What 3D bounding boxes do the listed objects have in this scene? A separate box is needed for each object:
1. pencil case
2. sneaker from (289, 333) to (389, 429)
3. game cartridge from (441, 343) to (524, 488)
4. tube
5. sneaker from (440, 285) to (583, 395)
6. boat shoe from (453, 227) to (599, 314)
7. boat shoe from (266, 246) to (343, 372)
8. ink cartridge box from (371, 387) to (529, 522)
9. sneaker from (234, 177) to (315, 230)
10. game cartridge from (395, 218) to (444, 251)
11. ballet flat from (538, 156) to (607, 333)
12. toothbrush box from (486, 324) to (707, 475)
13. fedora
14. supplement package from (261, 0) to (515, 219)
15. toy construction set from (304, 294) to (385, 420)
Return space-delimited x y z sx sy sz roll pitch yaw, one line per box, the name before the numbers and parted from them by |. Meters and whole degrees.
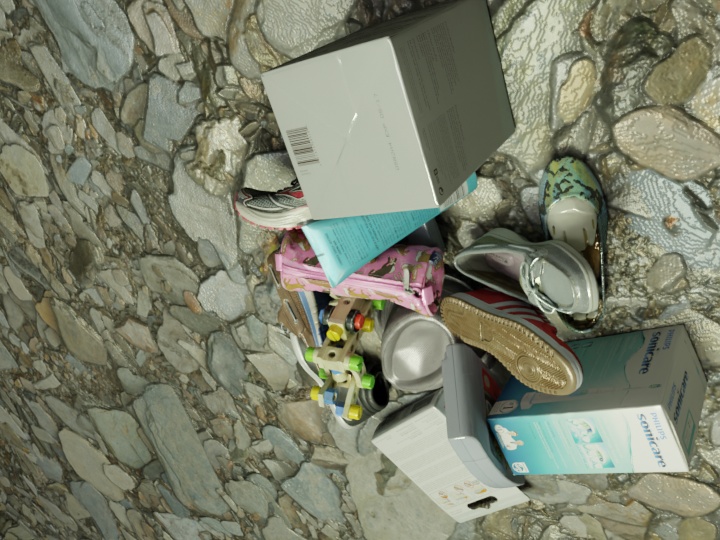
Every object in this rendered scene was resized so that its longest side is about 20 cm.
pencil case | 0.000 0.000 0.813 0.198 0.083 0.087 10 156 19
sneaker | -0.025 0.138 1.026 0.099 0.071 0.201 -26 99 31
game cartridge | 0.152 0.187 0.827 0.041 0.134 0.200 -13 145 25
tube | 0.037 -0.064 0.758 0.078 0.199 0.050 62 169 -14
sneaker | 0.192 0.062 0.762 0.200 0.112 0.072 33 133 50
boat shoe | 0.174 0.004 0.727 0.202 0.064 0.075 37 147 62
boat shoe | -0.078 0.059 0.980 0.072 0.072 0.202 -18 87 26
ink cartridge box | 0.137 0.281 1.024 0.200 0.050 0.162 43 134 -8
sneaker | -0.063 -0.091 0.828 0.198 0.081 0.075 3 106 25
game cartridge | 0.001 -0.071 0.875 0.199 0.041 0.134 -7 118 38
ballet flat | 0.232 -0.020 0.731 0.074 0.074 0.201 1 121 34
toothbrush box | 0.265 0.147 0.767 0.199 0.146 0.086 -18 108 40
fedora | 0.085 0.097 0.897 0.177 0.090 0.200 45 134 2
supplement package | 0.037 -0.165 0.682 0.150 0.200 0.153 -2 117 36
toy construction set | -0.012 0.080 0.890 0.091 0.201 0.132 -3 132 11
